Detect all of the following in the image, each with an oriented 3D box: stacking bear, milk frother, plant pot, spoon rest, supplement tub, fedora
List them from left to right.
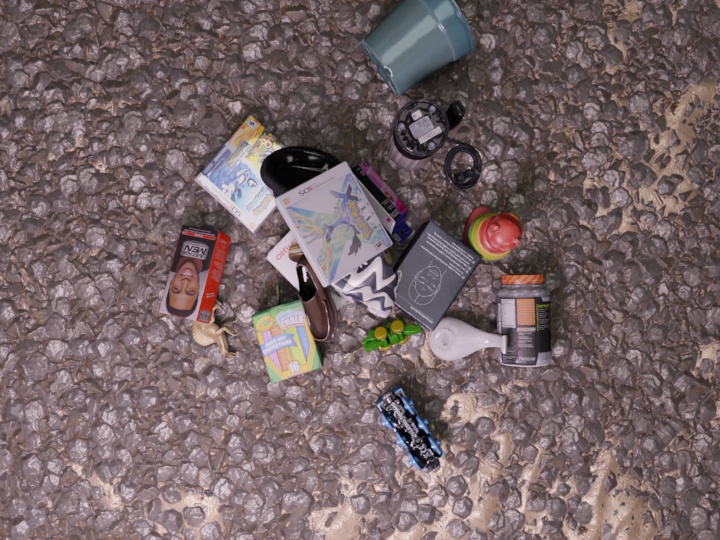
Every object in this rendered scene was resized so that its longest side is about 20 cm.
[{"bbox_3d":[-0.122,-0.185,1.361,0.197,0.092,0.203,7,48,-8],"label":"fedora"},{"bbox_3d":[0.119,-0.510,1.385,0.195,0.200,0.201,-36,91,5],"label":"plant pot"},{"bbox_3d":[0.160,-0.260,1.377,0.178,0.188,0.203,-12,90,-2],"label":"milk frother"},{"bbox_3d":[0.244,0.160,1.414,0.198,0.060,0.101,2,92,34],"label":"spoon rest"},{"bbox_3d":[0.298,-0.080,1.375,0.121,0.200,0.114,38,88,-2],"label":"stacking bear"},{"bbox_3d":[0.371,0.111,1.417,0.120,0.123,0.204,-1,90,-3],"label":"supplement tub"}]

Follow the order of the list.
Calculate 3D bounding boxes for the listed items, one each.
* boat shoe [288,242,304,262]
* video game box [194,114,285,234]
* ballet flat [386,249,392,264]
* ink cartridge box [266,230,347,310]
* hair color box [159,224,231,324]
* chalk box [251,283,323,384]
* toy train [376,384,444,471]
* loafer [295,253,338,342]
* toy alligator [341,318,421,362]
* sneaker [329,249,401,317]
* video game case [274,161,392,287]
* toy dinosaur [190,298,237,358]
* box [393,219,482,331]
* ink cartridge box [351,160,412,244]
[{"bbox_3d":[-0.061,-0.064,1.349,0.197,0.072,0.077,-7,75,-12],"label":"boat shoe"},{"bbox_3d":[-0.248,-0.219,1.429,0.182,0.047,0.201,41,88,-5],"label":"video game box"},{"bbox_3d":[0.012,-0.085,1.424,0.070,0.071,0.202,-23,93,-3],"label":"ballet flat"},{"bbox_3d":[-0.093,-0.010,1.414,0.148,0.086,0.200,-44,91,-3],"label":"ink cartridge box"},{"bbox_3d":[-0.367,0.008,1.388,0.100,0.061,0.203,9,82,18],"label":"hair color box"},{"bbox_3d":[-0.168,0.131,1.391,0.122,0.125,0.203,-17,89,-3],"label":"chalk box"},{"bbox_3d":[0.113,0.356,1.406,0.086,0.114,0.201,-35,91,1],"label":"toy train"},{"bbox_3d":[-0.102,0.059,1.290,0.072,0.071,0.203,0,109,35],"label":"loafer"},{"bbox_3d":[0.043,0.152,1.439,0.197,0.060,0.055,-21,47,3],"label":"toy alligator"},{"bbox_3d":[0.000,0.000,1.340,0.197,0.080,0.131,25,74,18],"label":"sneaker"},{"bbox_3d":[-0.052,-0.097,1.268,0.181,0.022,0.202,-32,93,-26],"label":"video game case"},{"bbox_3d":[-0.349,0.116,1.415,0.200,0.058,0.101,42,89,-2],"label":"toy dinosaur"},{"bbox_3d":[0.153,0.012,1.415,0.148,0.107,0.201,36,87,-2],"label":"box"},{"bbox_3d":[0.049,-0.156,1.418,0.037,0.095,0.201,-38,93,32],"label":"ink cartridge box"}]
